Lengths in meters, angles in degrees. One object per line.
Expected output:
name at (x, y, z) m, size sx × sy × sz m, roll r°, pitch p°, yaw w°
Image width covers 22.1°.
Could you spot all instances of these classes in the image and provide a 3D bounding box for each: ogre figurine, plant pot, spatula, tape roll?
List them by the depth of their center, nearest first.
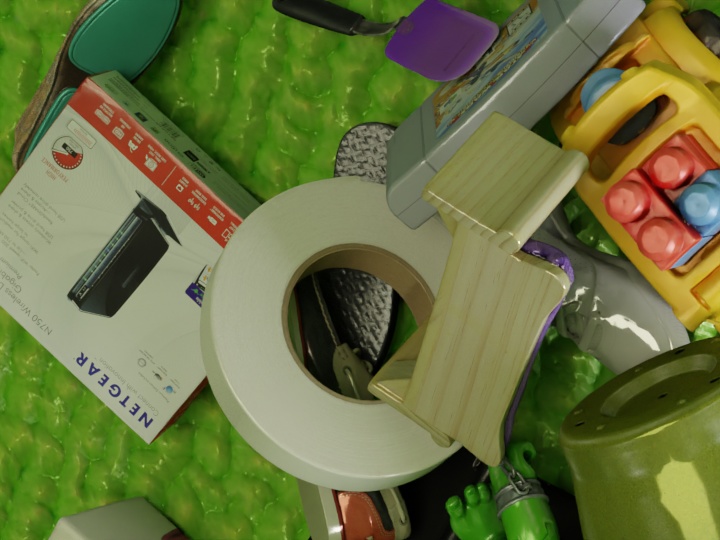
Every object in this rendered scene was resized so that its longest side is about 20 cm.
plant pot at (0.208, 0.149, 1.047) m, size 0.199 × 0.200 × 0.194 m, roll -23°, pitch 100°, yaw 26°
ogre figurine at (0.086, 0.217, 1.132) m, size 0.201 × 0.098 × 0.120 m, roll -56°, pitch 40°, yaw 9°
tape roll at (-0.003, 0.039, 1.179) m, size 0.204 × 0.202 × 0.037 m, roll 62°, pitch 156°, yaw 11°
spatula at (0.006, -0.164, 1.231) m, size 0.199 × 0.021 × 0.057 m, roll 20°, pitch 65°, yaw 46°

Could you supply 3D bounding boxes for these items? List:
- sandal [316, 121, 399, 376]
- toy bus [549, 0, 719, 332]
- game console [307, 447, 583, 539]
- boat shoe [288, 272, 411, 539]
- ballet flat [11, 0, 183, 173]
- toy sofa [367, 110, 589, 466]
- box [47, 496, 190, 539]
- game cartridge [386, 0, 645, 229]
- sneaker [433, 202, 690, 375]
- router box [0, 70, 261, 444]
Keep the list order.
sandal at (0.001, 0.000, 1.267) m, size 0.076 × 0.043 × 0.202 m, roll 19°, pitch 94°, yaw 17°
toy bus at (0.182, -0.062, 1.083) m, size 0.136 × 0.192 × 0.200 m, roll -45°, pitch 72°, yaw 23°
game console at (0.065, 0.201, 1.253) m, size 0.175 × 0.117 × 0.201 m, roll 27°, pitch 107°, yaw -8°
boat shoe at (-0.017, 0.088, 1.219) m, size 0.062 × 0.071 × 0.202 m, roll -10°, pitch 78°, yaw -17°
ballet flat at (-0.198, -0.151, 1.344) m, size 0.200 × 0.068 × 0.067 m, roll -50°, pitch 32°, yaw 21°
toy sofa at (0.078, 0.016, 1.072) m, size 0.097 × 0.083 × 0.201 m, roll 32°, pitch 142°, yaw 15°
box at (-0.144, 0.276, 1.313) m, size 0.200 × 0.109 × 0.128 m, roll 38°, pitch 109°, yaw 21°
game cartridge at (0.091, -0.116, 1.150) m, size 0.042 × 0.133 × 0.200 m, roll 43°, pitch 104°, yaw -9°
sneaker at (0.119, 0.012, 1.166) m, size 0.200 × 0.088 × 0.076 m, roll 46°, pitch 138°, yaw 23°
router box at (-0.163, -0.009, 1.316) m, size 0.200 × 0.049 × 0.180 m, roll 42°, pitch 110°, yaw 4°
